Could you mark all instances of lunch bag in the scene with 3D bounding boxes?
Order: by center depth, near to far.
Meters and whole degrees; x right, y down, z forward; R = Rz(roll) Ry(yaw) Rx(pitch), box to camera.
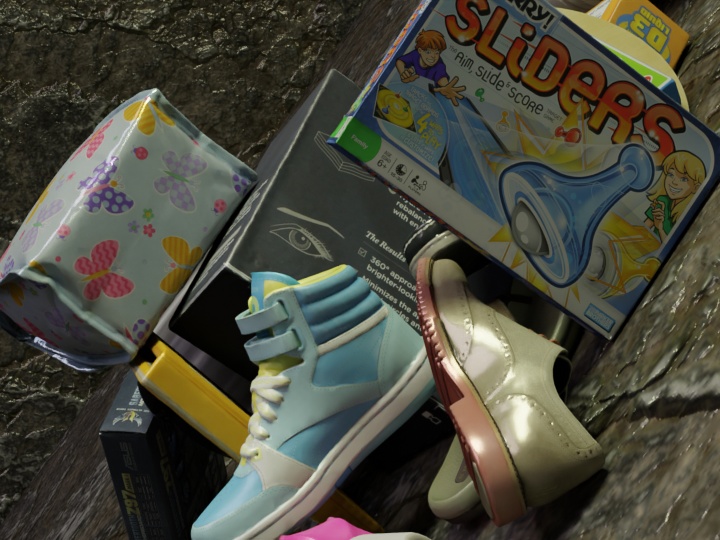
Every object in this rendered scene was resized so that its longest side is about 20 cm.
[{"bbox_3d":[-0.185,-0.022,1.033,0.170,0.127,0.200,-58,21,-22],"label":"lunch bag"}]

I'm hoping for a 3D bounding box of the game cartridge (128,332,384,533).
[{"bbox_3d":[-0.077,0.119,0.992,0.033,0.200,0.176,-52,12,-6],"label":"game cartridge"}]

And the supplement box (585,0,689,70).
[{"bbox_3d":[0.161,-0.139,1.062,0.069,0.066,0.200,-57,12,-21],"label":"supplement box"}]

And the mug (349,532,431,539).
[{"bbox_3d":[0.007,0.217,0.646,0.153,0.187,0.149,-44,-19,10],"label":"mug"}]

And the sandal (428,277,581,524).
[{"bbox_3d":[0.084,0.058,0.862,0.080,0.057,0.202,-38,22,56],"label":"sandal"}]

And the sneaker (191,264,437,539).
[{"bbox_3d":[-0.055,0.078,0.867,0.200,0.131,0.079,-43,12,-16],"label":"sneaker"}]

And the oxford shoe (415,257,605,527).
[{"bbox_3d":[0.080,0.058,0.792,0.073,0.071,0.201,-19,42,0],"label":"oxford shoe"}]

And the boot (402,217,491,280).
[{"bbox_3d":[0.057,-0.080,0.955,0.073,0.154,0.203,-45,-11,38],"label":"boot"}]

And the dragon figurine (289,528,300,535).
[{"bbox_3d":[-0.092,0.233,0.991,0.099,0.059,0.200,-34,1,42],"label":"dragon figurine"}]

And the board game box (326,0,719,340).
[{"bbox_3d":[0.099,-0.071,0.803,0.136,0.199,0.034,-56,12,-2],"label":"board game box"}]

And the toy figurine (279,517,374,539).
[{"bbox_3d":[-0.042,0.229,0.836,0.184,0.150,0.200,-41,-11,4],"label":"toy figurine"}]

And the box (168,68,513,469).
[{"bbox_3d":[0.000,0.000,1.014,0.117,0.196,0.201,-41,18,52],"label":"box"}]

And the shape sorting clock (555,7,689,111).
[{"bbox_3d":[0.112,-0.101,0.903,0.039,0.198,0.201,84,-156,-47],"label":"shape sorting clock"}]

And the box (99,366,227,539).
[{"bbox_3d":[-0.185,0.179,1.348,0.158,0.051,0.201,-73,-21,-53],"label":"box"}]

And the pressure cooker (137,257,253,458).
[{"bbox_3d":[-0.094,0.068,1.243,0.200,0.175,0.179,-49,17,30],"label":"pressure cooker"}]

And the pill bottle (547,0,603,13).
[{"bbox_3d":[0.215,-0.273,1.099,0.109,0.108,0.200,-61,13,-24],"label":"pill bottle"}]
